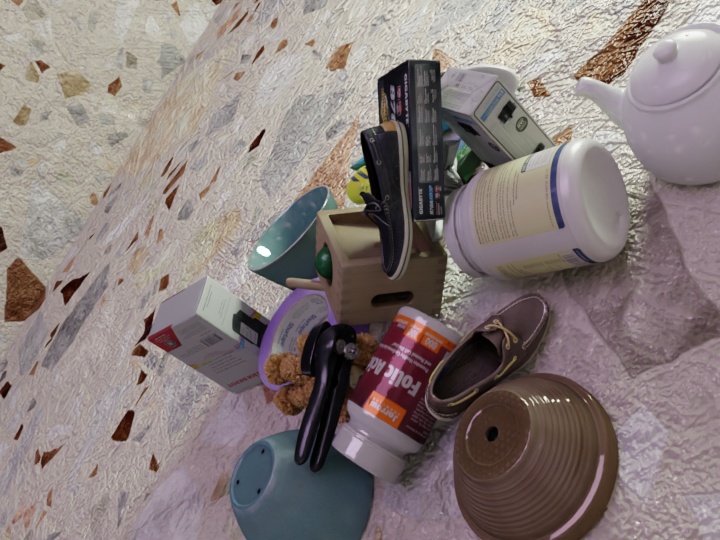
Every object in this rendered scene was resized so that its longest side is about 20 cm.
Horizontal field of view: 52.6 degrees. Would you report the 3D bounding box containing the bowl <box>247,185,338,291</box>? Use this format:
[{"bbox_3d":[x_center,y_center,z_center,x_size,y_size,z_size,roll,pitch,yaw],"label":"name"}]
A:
[{"bbox_3d":[-0.096,-0.041,1.289,0.200,0.105,0.202,-37,23,18],"label":"bowl"}]

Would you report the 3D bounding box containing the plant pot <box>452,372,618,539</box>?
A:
[{"bbox_3d":[0.166,0.194,0.788,0.199,0.092,0.203,-33,39,31],"label":"plant pot"}]

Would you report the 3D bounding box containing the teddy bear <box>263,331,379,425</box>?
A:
[{"bbox_3d":[-0.052,0.156,1.049,0.196,0.067,0.148,3,101,19],"label":"teddy bear"}]

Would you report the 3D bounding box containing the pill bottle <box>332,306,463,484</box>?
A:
[{"bbox_3d":[0.052,0.160,0.939,0.114,0.114,0.202,18,75,55],"label":"pill bottle"}]

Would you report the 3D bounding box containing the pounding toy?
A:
[{"bbox_3d":[0.000,0.000,1.082,0.185,0.196,0.145,-117,25,-54],"label":"pounding toy"}]

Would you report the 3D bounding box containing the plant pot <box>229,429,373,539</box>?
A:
[{"bbox_3d":[-0.098,0.299,0.987,0.199,0.134,0.203,-32,39,30],"label":"plant pot"}]

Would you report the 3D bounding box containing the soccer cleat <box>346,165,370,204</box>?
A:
[{"bbox_3d":[0.036,-0.136,1.194,0.198,0.065,0.084,-6,37,47],"label":"soccer cleat"}]

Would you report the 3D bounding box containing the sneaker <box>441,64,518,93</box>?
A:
[{"bbox_3d":[0.178,-0.319,1.246,0.197,0.074,0.112,-9,28,26],"label":"sneaker"}]

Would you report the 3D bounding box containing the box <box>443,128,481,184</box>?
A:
[{"bbox_3d":[0.117,-0.154,1.207,0.202,0.036,0.144,-57,33,-1],"label":"box"}]

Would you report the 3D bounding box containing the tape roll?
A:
[{"bbox_3d":[-0.079,0.114,1.190,0.199,0.065,0.203,-33,39,31],"label":"tape roll"}]

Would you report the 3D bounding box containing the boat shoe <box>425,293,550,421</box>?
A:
[{"bbox_3d":[0.155,0.096,0.868,0.199,0.060,0.072,-40,68,-10],"label":"boat shoe"}]

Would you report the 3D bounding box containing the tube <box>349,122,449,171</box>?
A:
[{"bbox_3d":[0.075,-0.220,1.232,0.198,0.077,0.051,-32,65,27],"label":"tube"}]

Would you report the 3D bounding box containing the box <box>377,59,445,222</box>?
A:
[{"bbox_3d":[0.066,-0.169,0.987,0.159,0.045,0.205,-156,63,-76],"label":"box"}]

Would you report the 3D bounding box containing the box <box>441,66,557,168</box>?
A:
[{"bbox_3d":[0.192,-0.184,0.991,0.061,0.199,0.116,-53,35,0],"label":"box"}]

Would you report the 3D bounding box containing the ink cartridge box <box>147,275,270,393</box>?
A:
[{"bbox_3d":[-0.244,0.118,1.272,0.144,0.199,0.084,-25,40,35],"label":"ink cartridge box"}]

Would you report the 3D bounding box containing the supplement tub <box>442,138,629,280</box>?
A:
[{"bbox_3d":[0.215,-0.068,0.909,0.198,0.144,0.147,-13,50,45],"label":"supplement tub"}]

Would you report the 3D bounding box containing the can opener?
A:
[{"bbox_3d":[-0.044,0.163,0.961,0.078,0.063,0.204,-27,48,50],"label":"can opener"}]

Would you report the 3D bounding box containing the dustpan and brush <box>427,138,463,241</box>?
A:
[{"bbox_3d":[0.127,-0.141,1.069,0.201,0.056,0.142,-97,14,-63],"label":"dustpan and brush"}]

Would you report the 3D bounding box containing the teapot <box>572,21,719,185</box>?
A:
[{"bbox_3d":[0.380,-0.207,0.825,0.200,0.145,0.199,-42,35,15],"label":"teapot"}]

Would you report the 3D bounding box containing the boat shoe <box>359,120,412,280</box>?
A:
[{"bbox_3d":[0.030,-0.089,0.937,0.075,0.061,0.204,-155,61,-73],"label":"boat shoe"}]
